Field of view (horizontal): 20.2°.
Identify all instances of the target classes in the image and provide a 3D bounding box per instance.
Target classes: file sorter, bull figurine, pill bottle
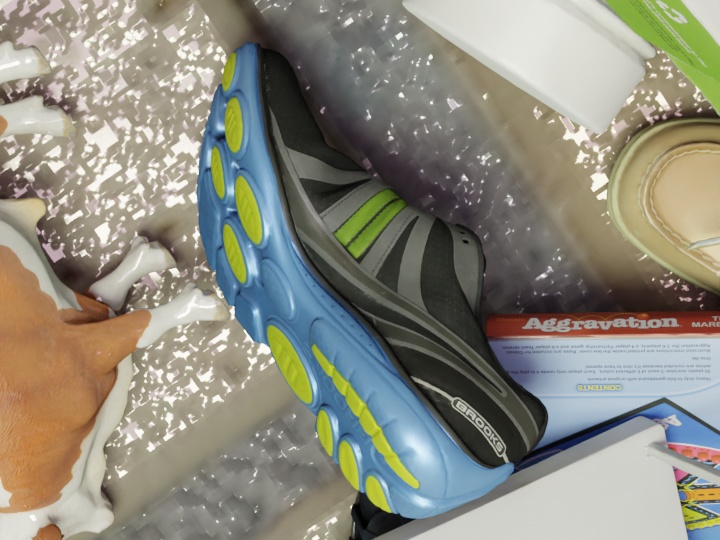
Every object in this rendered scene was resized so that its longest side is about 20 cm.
[{"bbox_3d":[0.099,0.179,0.714,0.139,0.125,0.200,-22,108,-23],"label":"file sorter"},{"bbox_3d":[-0.130,0.013,0.760,0.121,0.065,0.200,-38,112,-12],"label":"bull figurine"},{"bbox_3d":[0.105,-0.156,0.728,0.114,0.114,0.200,33,95,-6],"label":"pill bottle"}]

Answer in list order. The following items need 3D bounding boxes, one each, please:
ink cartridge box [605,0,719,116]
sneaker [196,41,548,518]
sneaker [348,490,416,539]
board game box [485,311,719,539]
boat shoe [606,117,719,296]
[{"bbox_3d":[0.160,-0.119,0.658,0.148,0.076,0.200,-51,130,0],"label":"ink cartridge box"},{"bbox_3d":[0.000,0.000,0.747,0.083,0.071,0.200,-16,61,-30],"label":"sneaker"},{"bbox_3d":[-0.011,0.147,0.784,0.146,0.077,0.202,-19,99,-2],"label":"sneaker"},{"bbox_3d":[0.150,0.063,0.772,0.200,0.019,0.103,-1,119,8],"label":"board game box"},{"bbox_3d":[0.193,-0.006,0.777,0.200,0.063,0.073,18,97,-4],"label":"boat shoe"}]
